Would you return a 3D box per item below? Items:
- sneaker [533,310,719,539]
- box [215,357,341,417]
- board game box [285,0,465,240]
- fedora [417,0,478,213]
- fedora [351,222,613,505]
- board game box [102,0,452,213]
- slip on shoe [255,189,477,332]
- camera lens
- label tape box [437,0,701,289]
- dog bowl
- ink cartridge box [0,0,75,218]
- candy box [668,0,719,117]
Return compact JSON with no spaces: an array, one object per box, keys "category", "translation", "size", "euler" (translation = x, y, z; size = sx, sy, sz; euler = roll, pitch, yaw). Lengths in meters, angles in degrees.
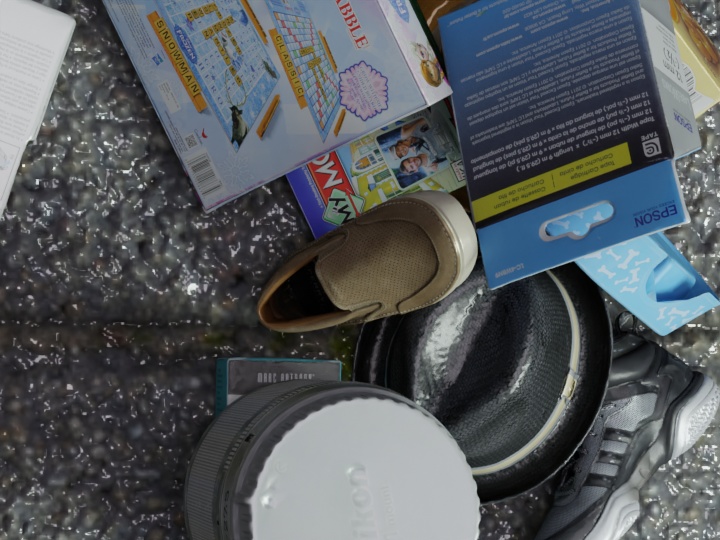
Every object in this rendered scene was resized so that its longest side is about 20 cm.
[{"category":"sneaker","translation":[0.161,0.122,1.485],"size":[0.114,0.075,0.200],"euler":[46,72,-8]},{"category":"box","translation":[-0.059,0.161,1.436],"size":[0.082,0.049,0.201],"euler":[2,87,-15]},{"category":"board game box","translation":[-0.009,-0.132,1.442],"size":[0.134,0.029,0.201],"euler":[-24,94,15]},{"category":"fedora","translation":[0.114,-0.134,1.477],"size":[0.200,0.082,0.202],"euler":[1,88,-14]},{"category":"fedora","translation":[0.078,0.060,1.422],"size":[0.200,0.092,0.202],"euler":[-2,80,12]},{"category":"board game box","translation":[-0.066,-0.167,1.389],"size":[0.041,0.199,0.201],"euler":[-33,99,-58]},{"category":"slip on shoe","translation":[0.000,0.000,1.379],"size":[0.060,0.200,0.076],"euler":[-30,100,-37]},{"category":"camera lens","translation":[-0.021,0.150,1.317],"size":[0.159,0.200,0.161],"euler":[1,87,-15]},{"category":"label tape box","translation":[0.139,-0.094,1.341],"size":[0.143,0.066,0.201],"euler":[-20,67,26]},{"category":"dog bowl","translation":[0.181,-0.018,1.450],"size":[0.050,0.200,0.112],"euler":[-42,54,9]},{"category":"ink cartridge box","translation":[-0.313,-0.123,1.386],"size":[0.199,0.044,0.174],"euler":[21,83,-13]},{"category":"candy box","translation":[0.182,-0.199,1.470],"size":[0.055,0.115,0.200],"euler":[-35,99,18]}]
